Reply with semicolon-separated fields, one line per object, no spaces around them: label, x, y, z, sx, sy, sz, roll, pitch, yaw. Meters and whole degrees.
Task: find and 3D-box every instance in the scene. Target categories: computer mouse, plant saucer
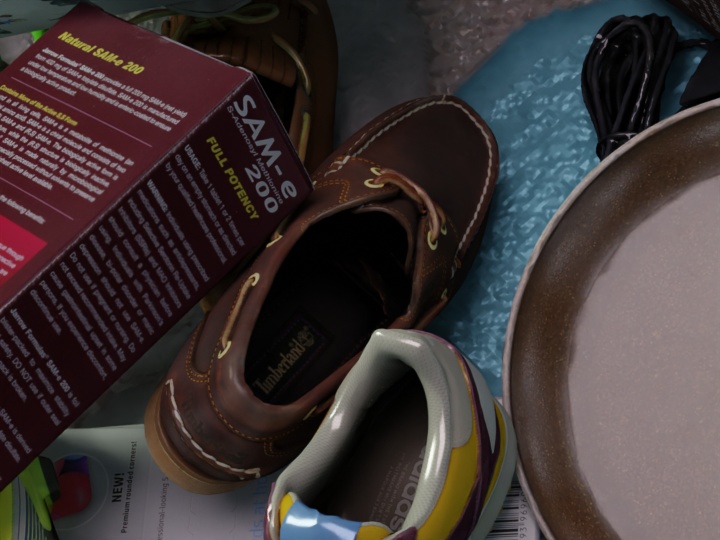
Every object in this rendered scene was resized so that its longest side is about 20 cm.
computer mouse;0.174;-0.054;0.884;0.199;0.053;0.139;-6;60;16
plant saucer;0.148;0.038;0.828;0.199;0.032;0.202;-2;80;10

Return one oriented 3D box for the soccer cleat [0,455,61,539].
soccer cleat;-0.140;0.100;0.851;0.083;0.065;0.201;-22;56;-11

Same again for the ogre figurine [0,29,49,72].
ogre figurine;-0.141;-0.153;1.013;0.098;0.201;0.120;-13;34;-38

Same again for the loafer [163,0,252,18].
loafer;-0.028;-0.186;0.957;0.070;0.070;0.201;18;61;21

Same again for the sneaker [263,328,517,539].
sneaker;-0.011;0.115;0.781;0.074;0.090;0.201;11;73;22

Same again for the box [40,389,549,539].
box;-0.029;0.127;0.864;0.199;0.041;0.157;-5;60;15

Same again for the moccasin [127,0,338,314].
moccasin;-0.052;-0.070;0.955;0.073;0.078;0.203;-8;60;17

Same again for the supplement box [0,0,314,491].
supplement box;-0.125;0.002;0.835;0.200;0.061;0.109;-44;42;-17

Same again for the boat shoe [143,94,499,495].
boat shoe;0.000;0.000;0.869;0.070;0.070;0.200;38;51;-4

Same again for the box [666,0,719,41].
box;0.131;-0.215;0.896;0.164;0.166;0.200;-39;43;-4

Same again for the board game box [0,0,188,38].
board game box;-0.083;-0.173;0.891;0.199;0.064;0.149;-7;80;33
